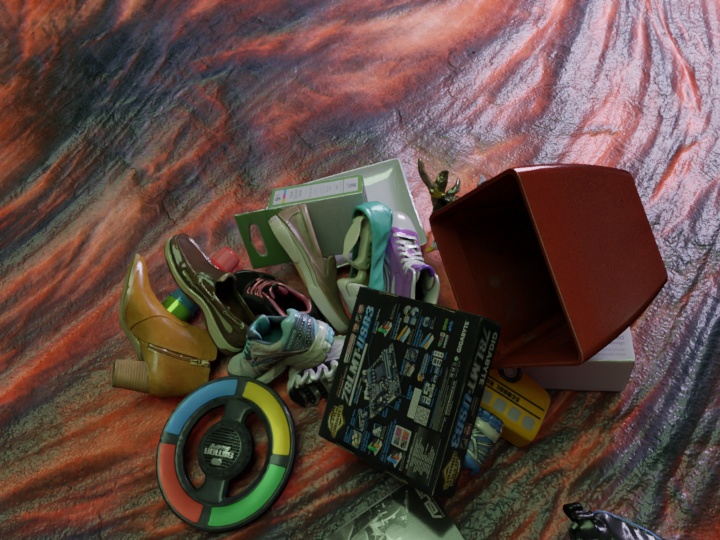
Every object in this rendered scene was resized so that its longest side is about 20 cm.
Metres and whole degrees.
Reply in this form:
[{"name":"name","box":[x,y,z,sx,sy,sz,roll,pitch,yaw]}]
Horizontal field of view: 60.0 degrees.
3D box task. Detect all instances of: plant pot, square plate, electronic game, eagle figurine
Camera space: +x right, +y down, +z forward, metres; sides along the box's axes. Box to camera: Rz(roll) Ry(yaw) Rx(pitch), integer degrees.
[{"name":"plant pot","box":[0.222,-0.015,0.716,0.174,0.200,0.203,-19,87,-22]},{"name":"square plate","box":[-0.005,-0.089,1.045,0.197,0.029,0.200,-15,55,1]},{"name":"electronic game","box":[-0.180,0.239,0.831,0.197,0.042,0.203,-5,64,10]},{"name":"eagle figurine","box":[0.164,-0.063,0.925,0.200,0.150,0.152,44,110,49]}]

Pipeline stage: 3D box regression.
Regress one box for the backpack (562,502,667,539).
[{"name":"backpack","box":[0.263,0.362,0.599,0.198,0.155,0.191,18,53,30]}]

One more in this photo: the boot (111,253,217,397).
[{"name":"boot","box":[-0.280,0.083,0.917,0.142,0.071,0.204,8,73,-26]}]

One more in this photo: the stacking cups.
[{"name":"stacking cups","box":[-0.274,0.039,0.991,0.060,0.061,0.201,26,65,27]}]

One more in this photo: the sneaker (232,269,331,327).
[{"name":"sneaker","box":[-0.131,0.040,0.942,0.198,0.096,0.079,26,65,28]}]

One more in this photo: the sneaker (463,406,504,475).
[{"name":"sneaker","box":[0.073,0.201,0.771,0.198,0.077,0.086,-1,56,43]}]

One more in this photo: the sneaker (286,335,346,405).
[{"name":"sneaker","box":[-0.011,0.122,0.877,0.197,0.076,0.082,-14,45,1]}]

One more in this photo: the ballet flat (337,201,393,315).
[{"name":"ballet flat","box":[0.000,0.000,0.899,0.067,0.070,0.203,8,93,57]}]

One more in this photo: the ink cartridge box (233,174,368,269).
[{"name":"ink cartridge box","box":[-0.083,-0.074,0.963,0.197,0.105,0.060,-10,37,6]}]

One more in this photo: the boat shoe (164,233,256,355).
[{"name":"boat shoe","box":[-0.216,0.022,0.937,0.075,0.075,0.204,-36,85,26]}]

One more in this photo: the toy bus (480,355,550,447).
[{"name":"toy bus","box":[0.139,0.136,0.799,0.198,0.065,0.079,31,67,7]}]

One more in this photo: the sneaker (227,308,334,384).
[{"name":"sneaker","box":[-0.129,0.099,0.865,0.199,0.086,0.078,-27,36,36]}]

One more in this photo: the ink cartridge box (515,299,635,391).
[{"name":"ink cartridge box","box":[0.280,0.052,0.850,0.143,0.088,0.202,0,54,12]}]

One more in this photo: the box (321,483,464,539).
[{"name":"box","box":[0.061,0.361,0.704,0.157,0.049,0.201,-29,54,-10]}]

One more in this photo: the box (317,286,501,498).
[{"name":"box","box":[0.051,0.134,0.742,0.197,0.049,0.203,11,83,47]}]

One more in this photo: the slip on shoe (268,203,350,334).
[{"name":"slip on shoe","box":[-0.060,-0.002,0.913,0.060,0.076,0.202,-31,94,-3]}]

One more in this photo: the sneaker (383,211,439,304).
[{"name":"sneaker","box":[0.077,-0.009,0.900,0.072,0.114,0.203,5,66,-20]}]
